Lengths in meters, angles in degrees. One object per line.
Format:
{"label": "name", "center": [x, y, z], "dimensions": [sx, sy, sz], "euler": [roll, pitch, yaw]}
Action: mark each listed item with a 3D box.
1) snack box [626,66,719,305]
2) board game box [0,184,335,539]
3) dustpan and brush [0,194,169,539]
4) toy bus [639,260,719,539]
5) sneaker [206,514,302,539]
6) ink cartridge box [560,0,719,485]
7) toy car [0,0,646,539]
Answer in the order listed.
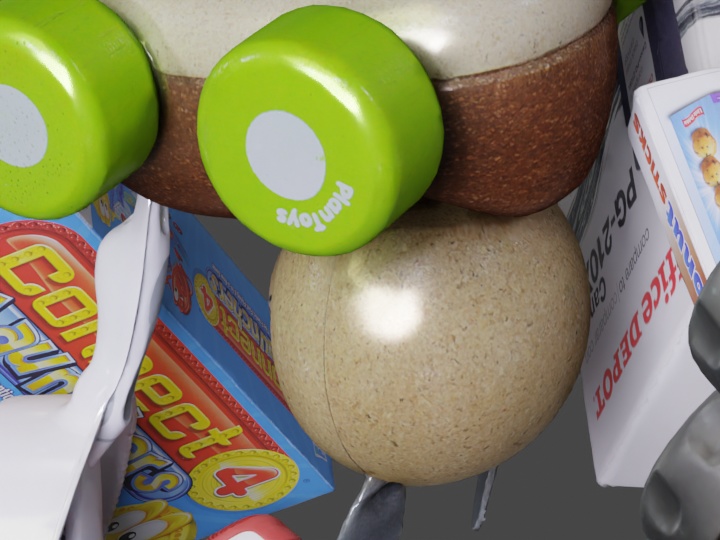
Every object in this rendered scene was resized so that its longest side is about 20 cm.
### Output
{"label": "snack box", "center": [0.173, -0.035, 0.658], "dimensions": [0.199, 0.024, 0.072], "euler": [-14, 61, -7]}
{"label": "board game box", "center": [-0.137, 0.036, 0.840], "dimensions": [0.195, 0.200, 0.056], "euler": [-21, 52, 16]}
{"label": "dustpan and brush", "center": [-0.087, 0.062, 0.765], "dimensions": [0.057, 0.201, 0.140], "euler": [8, 25, 8]}
{"label": "toy bus", "center": [0.176, 0.026, 0.564], "dimensions": [0.191, 0.200, 0.136], "euler": [-35, 66, -18]}
{"label": "sneaker", "center": [-0.045, 0.184, 0.812], "dimensions": [0.115, 0.078, 0.201], "euler": [29, 78, 16]}
{"label": "ink cartridge box", "center": [0.115, -0.053, 0.778], "dimensions": [0.084, 0.145, 0.201], "euler": [1, 60, -10]}
{"label": "toy car", "center": [0.000, 0.000, 0.697], "dimensions": [0.157, 0.201, 0.164], "euler": [8, 30, 31]}
